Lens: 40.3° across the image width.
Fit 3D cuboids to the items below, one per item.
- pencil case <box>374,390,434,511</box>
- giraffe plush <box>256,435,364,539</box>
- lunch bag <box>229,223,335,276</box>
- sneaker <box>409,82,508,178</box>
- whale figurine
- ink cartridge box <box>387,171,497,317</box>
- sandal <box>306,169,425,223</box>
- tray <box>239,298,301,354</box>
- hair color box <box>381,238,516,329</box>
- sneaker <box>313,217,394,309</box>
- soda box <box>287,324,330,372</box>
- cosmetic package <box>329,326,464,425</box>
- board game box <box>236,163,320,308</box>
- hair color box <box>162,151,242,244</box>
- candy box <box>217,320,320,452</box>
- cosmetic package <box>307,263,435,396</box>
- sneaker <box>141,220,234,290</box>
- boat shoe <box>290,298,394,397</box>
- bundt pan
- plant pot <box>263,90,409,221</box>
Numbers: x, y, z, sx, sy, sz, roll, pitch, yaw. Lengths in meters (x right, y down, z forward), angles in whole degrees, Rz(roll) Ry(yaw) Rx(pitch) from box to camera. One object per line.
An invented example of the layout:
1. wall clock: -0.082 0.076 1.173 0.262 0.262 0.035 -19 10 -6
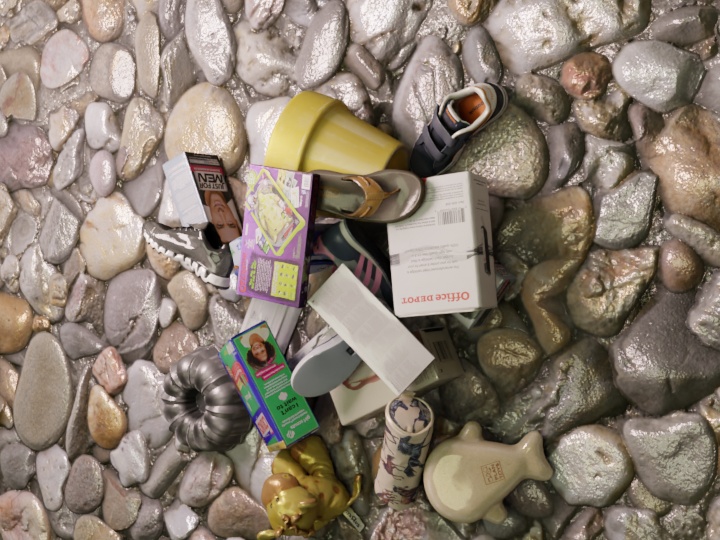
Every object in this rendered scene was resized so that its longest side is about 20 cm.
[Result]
1. pencil case: 0.067 0.284 1.551 0.090 0.076 0.202 -105 17 -48
2. giraffe plush: -0.107 0.393 1.664 0.198 0.161 0.175 28 106 27
3. lunch bag: -0.109 -0.034 1.615 0.159 0.198 0.077 -16 83 46
4. sneaker: 0.138 -0.221 1.537 0.200 0.079 0.079 -45 71 27
5. whale figurine: 0.196 0.312 1.530 0.197 0.104 0.162 -20 82 5
6. ink cartridge box: 0.122 -0.035 1.482 0.142 0.083 0.204 -6 85 28
7. sandal: -0.003 -0.115 1.461 0.196 0.055 0.083 9 99 13
8. tray: -0.168 0.091 1.769 0.107 0.022 0.203 30 107 28
9. hair color box: 0.138 -0.011 1.555 0.200 0.060 0.100 42 111 22
10. sneaker: 0.000 0.000 1.580 0.081 0.201 0.071 -27 33 17
11. soda box: -0.042 0.132 1.668 0.200 0.068 0.064 -42 72 25
12. cosmetic package: 0.055 0.171 1.592 0.198 0.103 0.088 -30 76 27
13. board game box: -0.126 -0.053 1.495 0.118 0.032 0.204 11 99 24
14. hair color box: -0.276 -0.107 1.771 0.060 0.099 0.203 -24 80 28
15. candy box: -0.159 0.202 1.670 0.202 0.076 0.169 60 160 4
16. cosmetic package: 0.017 0.091 1.492 0.083 0.051 0.200 -44 82 0
17. sneaker: -0.287 -0.051 1.679 0.198 0.066 0.092 31 104 22
18. boat shoe: -0.034 0.115 1.573 0.202 0.086 0.075 -45 110 5
19. bundt pan: -0.293 0.242 1.815 0.199 0.075 0.206 3 96 33
20. plant pot: -0.029 -0.166 1.579 0.186 0.200 0.204 19 102 19
